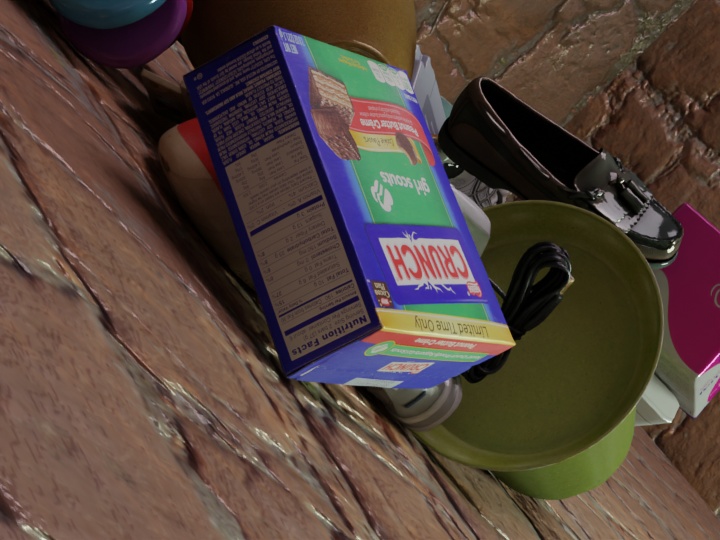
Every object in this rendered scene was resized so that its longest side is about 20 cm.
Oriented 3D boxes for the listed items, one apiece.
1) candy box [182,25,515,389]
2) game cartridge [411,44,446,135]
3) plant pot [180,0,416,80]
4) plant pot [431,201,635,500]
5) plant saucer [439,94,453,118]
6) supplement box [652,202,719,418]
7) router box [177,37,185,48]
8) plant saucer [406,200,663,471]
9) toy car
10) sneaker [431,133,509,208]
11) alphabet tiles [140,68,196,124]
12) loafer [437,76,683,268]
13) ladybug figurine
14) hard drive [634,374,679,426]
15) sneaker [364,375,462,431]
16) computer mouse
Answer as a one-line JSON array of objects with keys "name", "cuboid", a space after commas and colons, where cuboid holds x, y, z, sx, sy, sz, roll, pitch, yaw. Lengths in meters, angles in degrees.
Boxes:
[{"name": "candy box", "cuboid": [-0.006, -0.033, 1.344, 0.169, 0.077, 0.200, 9, 58, -60]}, {"name": "game cartridge", "cuboid": [0.042, -0.074, 1.830, 0.200, 0.040, 0.133, 72, 25, -51]}, {"name": "plant pot", "cuboid": [-0.033, -0.164, 1.653, 0.186, 0.186, 0.200, 44, 10, -26]}, {"name": "plant pot", "cuboid": [0.129, 0.080, 1.633, 0.200, 0.200, 0.190, 50, -6, 28]}, {"name": "plant saucer", "cuboid": [0.022, -0.091, 2.084, 0.200, 0.200, 0.036, 46, 41, -7]}, {"name": "supplement box", "cuboid": [0.258, 0.035, 1.744, 0.103, 0.101, 0.200, 42, -3, 15]}, {"name": "router box", "cuboid": [-0.076, -0.164, 1.849, 0.200, 0.062, 0.150, 45, 5, -11]}, {"name": "plant saucer", "cuboid": [0.111, 0.048, 1.523, 0.200, 0.200, 0.031, 50, -3, 30]}, {"name": "toy car", "cuboid": [-0.176, -0.221, 1.604, 0.200, 0.175, 0.150, -88, 171, -84]}, {"name": "sneaker", "cuboid": [0.071, -0.059, 1.747, 0.076, 0.088, 0.200, 20, 3, 24]}, {"name": "alphabet tiles", "cuboid": [-0.082, -0.093, 1.621, 0.166, 0.006, 0.200, 28, -7, 3]}, {"name": "loafer", "cuboid": [0.152, -0.072, 1.632, 0.200, 0.063, 0.072, 30, 40, 7]}, {"name": "ladybug figurine", "cuboid": [-0.068, -0.046, 1.461, 0.136, 0.072, 0.200, 44, 6, -30]}, {"name": "hard drive", "cuboid": [0.145, 0.084, 1.812, 0.200, 0.027, 0.132, -9, -47, 50]}, {"name": "sneaker", "cuboid": [-0.001, 0.016, 1.509, 0.200, 0.075, 0.082, 51, 6, 33]}, {"name": "computer mouse", "cuboid": [0.042, -0.024, 1.466, 0.200, 0.110, 0.044, 42, 23, -4]}]
